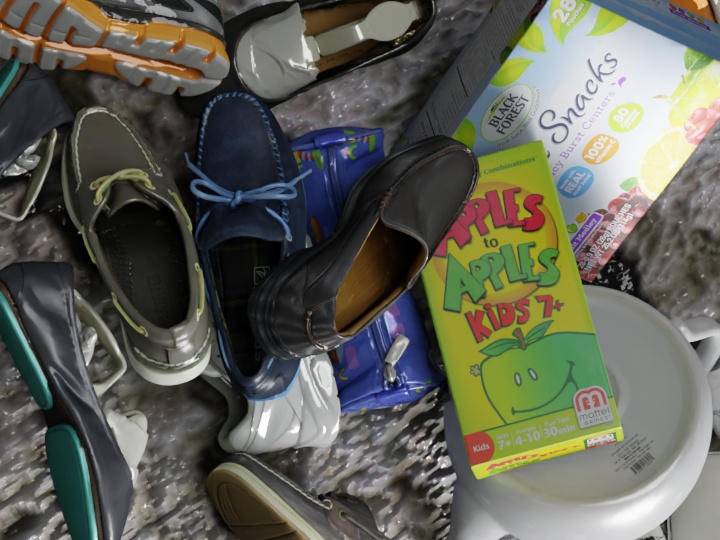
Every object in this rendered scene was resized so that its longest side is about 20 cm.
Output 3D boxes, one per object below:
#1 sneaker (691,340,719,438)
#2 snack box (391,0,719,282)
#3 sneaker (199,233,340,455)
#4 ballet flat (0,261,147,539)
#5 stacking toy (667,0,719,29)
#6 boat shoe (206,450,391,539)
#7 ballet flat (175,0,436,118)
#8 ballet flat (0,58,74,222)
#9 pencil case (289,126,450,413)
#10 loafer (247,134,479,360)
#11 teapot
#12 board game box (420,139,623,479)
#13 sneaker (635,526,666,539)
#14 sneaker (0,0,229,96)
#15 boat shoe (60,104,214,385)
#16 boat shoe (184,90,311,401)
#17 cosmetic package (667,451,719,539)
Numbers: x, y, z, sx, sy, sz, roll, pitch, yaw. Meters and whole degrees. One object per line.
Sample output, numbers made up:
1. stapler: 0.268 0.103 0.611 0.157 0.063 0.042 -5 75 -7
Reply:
1. sneaker: 0.337 0.068 1.585 0.199 0.074 0.087 -20 108 -20
2. snack box: 0.142 -0.105 1.424 0.168 0.068 0.200 21 122 -25
3. sneaker: -0.078 0.030 1.365 0.099 0.078 0.201 -14 92 -22
4. ballet flat: -0.174 0.086 1.307 0.073 0.073 0.201 -22 94 -26
5. stacking toy: 0.159 -0.164 1.488 0.199 0.146 0.147 -25 99 -7
6. boat shoe: -0.020 0.182 1.393 0.200 0.073 0.065 45 58 -21
7. ballet flat: -0.032 -0.157 1.401 0.199 0.068 0.068 -25 99 -26
8. ballet flat: -0.246 -0.041 1.288 0.073 0.073 0.200 42 68 -19
9. pencil case: 0.000 0.000 1.394 0.078 0.087 0.201 -14 89 -7
10. loafer: 0.019 -0.013 1.288 0.200 0.072 0.073 -48 121 -29
11. teapot: 0.153 0.114 1.441 0.199 0.146 0.198 4 62 7
12. board game box: 0.098 0.025 1.356 0.101 0.048 0.201 -15 74 5
13. sneaker: 0.215 0.243 1.494 0.075 0.088 0.201 -17 93 -25
14. sneaker: -0.179 -0.175 1.333 0.199 0.078 0.078 17 58 -24
15. boat shoe: -0.141 -0.028 1.299 0.072 0.060 0.202 -16 63 -13
16. boat shoe: -0.065 -0.020 1.306 0.084 0.069 0.201 -14 81 7
17. cosmetic package: 0.339 0.176 1.553 0.199 0.103 0.088 -1 85 -29
